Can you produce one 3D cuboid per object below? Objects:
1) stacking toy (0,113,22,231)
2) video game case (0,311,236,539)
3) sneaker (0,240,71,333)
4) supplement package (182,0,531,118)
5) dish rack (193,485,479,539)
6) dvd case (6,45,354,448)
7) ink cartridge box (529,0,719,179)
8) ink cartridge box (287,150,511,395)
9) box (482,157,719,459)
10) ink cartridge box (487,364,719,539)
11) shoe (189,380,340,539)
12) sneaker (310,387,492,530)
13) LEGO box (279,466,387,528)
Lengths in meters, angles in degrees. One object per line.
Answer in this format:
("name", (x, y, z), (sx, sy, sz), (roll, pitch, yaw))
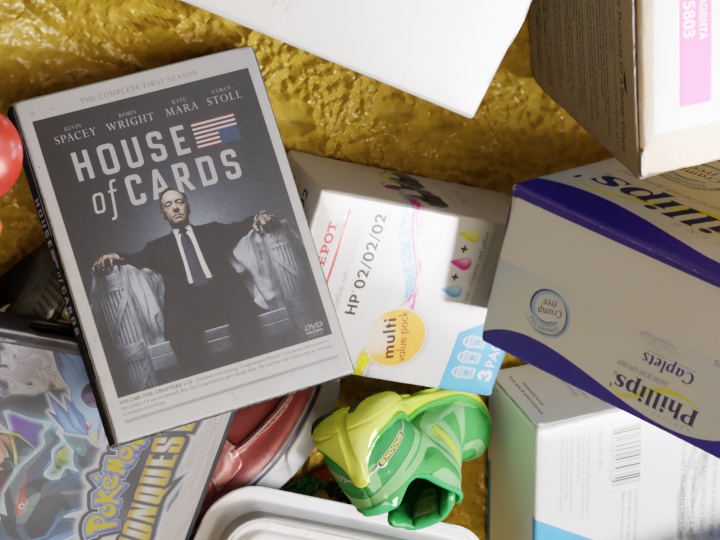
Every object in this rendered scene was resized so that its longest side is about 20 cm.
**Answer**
("stacking toy", (-0.227, 0.009, 1.261), (0.085, 0.085, 0.201), (19, 92, -28))
("video game case", (-0.179, 0.124, 1.376), (0.180, 0.026, 0.201), (11, 115, -23))
("sneaker", (-0.240, 0.046, 1.363), (0.200, 0.067, 0.090), (-46, 124, 7))
("supplement package", (-0.012, -0.187, 1.310), (0.199, 0.120, 0.122), (20, 104, -28))
("dish rack", (-0.024, 0.228, 1.459), (0.199, 0.044, 0.173), (15, 109, -26))
("dvd case", (-0.101, -0.016, 1.342), (0.149, 0.025, 0.201), (-16, 85, -22))
("ink cartridge box", (0.157, -0.178, 1.355), (0.075, 0.165, 0.201), (-12, 119, -15))
("ink cartridge box", (0.000, 0.000, 1.435), (0.199, 0.068, 0.116), (10, 109, -25))
("box", (0.207, 0.011, 1.416), (0.199, 0.183, 0.106), (-17, 125, -49))
("ink cartridge box", (0.189, 0.127, 1.562), (0.199, 0.084, 0.146), (-11, 118, -17))
("shoe", (-0.107, 0.111, 1.444), (0.200, 0.072, 0.091), (-45, 125, 7))
("sneaker", (0.029, 0.118, 1.455), (0.074, 0.200, 0.084), (-21, 82, 23))
("LEGO box", (-0.036, 0.248, 1.534), (0.148, 0.077, 0.201), (-24, 121, -10))
